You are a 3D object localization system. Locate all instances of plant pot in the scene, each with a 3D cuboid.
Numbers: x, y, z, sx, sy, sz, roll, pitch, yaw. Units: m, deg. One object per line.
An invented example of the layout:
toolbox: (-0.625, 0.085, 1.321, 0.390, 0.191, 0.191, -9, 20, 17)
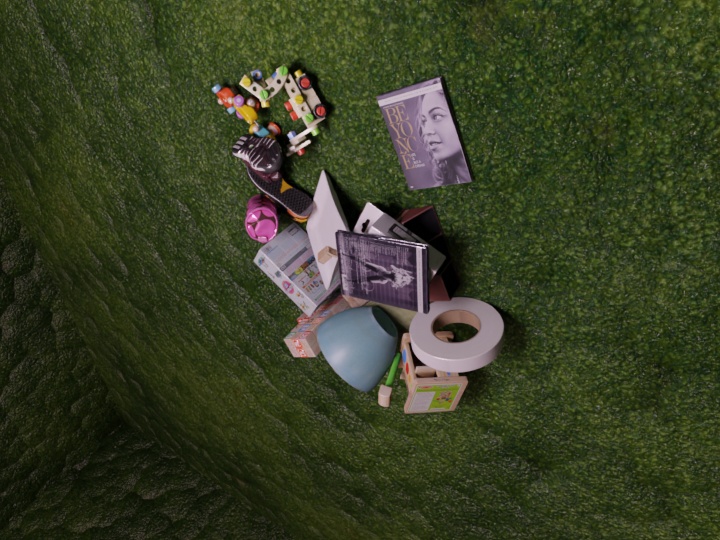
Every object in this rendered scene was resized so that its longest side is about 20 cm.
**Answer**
plant pot: (0.012, 0.165, 1.327, 0.135, 0.200, 0.200, -42, 92, 17)

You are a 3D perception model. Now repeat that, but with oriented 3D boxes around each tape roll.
tape roll: (0.202, 0.130, 1.174, 0.200, 0.203, 0.037, 14, 132, 32)

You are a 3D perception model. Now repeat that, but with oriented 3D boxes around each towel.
towel: (0.101, 0.102, 1.352, 0.148, 0.037, 0.200, 42, 143, -9)

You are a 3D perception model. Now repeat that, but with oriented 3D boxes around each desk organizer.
desk organizer: (0.142, -0.033, 1.193, 0.076, 0.072, 0.202, -4, 119, 40)

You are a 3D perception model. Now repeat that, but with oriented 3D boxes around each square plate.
square plate: (-0.074, -0.093, 1.296, 0.199, 0.028, 0.202, 114, 143, -48)

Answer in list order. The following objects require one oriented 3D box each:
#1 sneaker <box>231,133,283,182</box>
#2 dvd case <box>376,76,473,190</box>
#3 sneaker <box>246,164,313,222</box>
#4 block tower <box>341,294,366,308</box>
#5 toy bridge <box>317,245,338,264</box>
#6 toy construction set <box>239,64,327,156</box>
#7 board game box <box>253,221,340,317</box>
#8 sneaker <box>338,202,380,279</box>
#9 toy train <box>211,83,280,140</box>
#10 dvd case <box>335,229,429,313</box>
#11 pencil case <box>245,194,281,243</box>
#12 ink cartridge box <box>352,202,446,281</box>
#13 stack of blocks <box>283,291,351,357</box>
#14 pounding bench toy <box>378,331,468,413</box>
sneaker: (-0.200, -0.236, 1.239, 0.199, 0.076, 0.116, 36, 173, 49)
dvd case: (0.123, -0.255, 1.067, 0.147, 0.016, 0.202, -1, 121, 42)
sneaker: (-0.204, -0.189, 1.360, 0.199, 0.070, 0.090, 41, 158, 1)
block tower: (0.033, 0.029, 1.351, 0.058, 0.054, 0.199, 49, 139, -5)
toy bridge: (0.000, 0.000, 1.231, 0.199, 0.028, 0.067, 32, 127, -31)
toy construction set: (-0.148, -0.336, 1.155, 0.201, 0.130, 0.092, 61, 176, -30)
board game box: (-0.148, -0.006, 1.409, 0.200, 0.147, 0.064, 44, 139, 4)
sneaker: (0.006, -0.060, 1.265, 0.069, 0.076, 0.202, 20, 124, -9)
toy train: (-0.254, -0.357, 1.291, 0.201, 0.056, 0.150, 53, 168, -23)
dvd case: (0.044, 0.001, 1.114, 0.197, 0.016, 0.151, 12, 124, 26)
pencil case: (-0.240, -0.126, 1.364, 0.089, 0.200, 0.095, 8, 104, -10)
ink cartridge box: (0.061, -0.033, 1.149, 0.199, 0.068, 0.117, 36, 131, 7)
stack of blocks: (-0.110, 0.139, 1.454, 0.114, 0.200, 0.059, -10, 117, 43)
pounding bench toy: (0.125, 0.232, 1.307, 0.196, 0.157, 0.125, -1, 136, -12)
